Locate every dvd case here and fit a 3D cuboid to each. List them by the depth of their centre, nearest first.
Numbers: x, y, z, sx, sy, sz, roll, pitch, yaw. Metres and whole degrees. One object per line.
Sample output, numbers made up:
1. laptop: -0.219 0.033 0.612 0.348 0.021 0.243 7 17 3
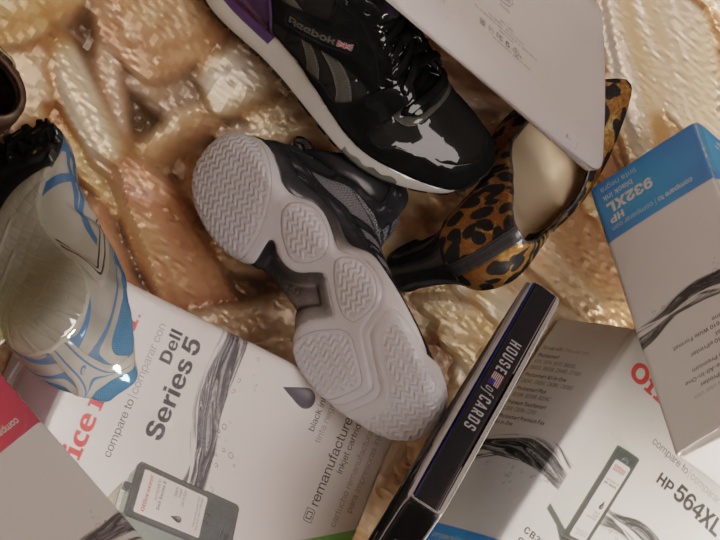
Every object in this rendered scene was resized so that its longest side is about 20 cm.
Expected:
1. dvd case: 0.040 0.112 1.360 0.025 0.151 0.200 32 41 3

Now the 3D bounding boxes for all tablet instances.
1. tablet: 0.077 -0.154 1.395 0.200 0.014 0.131 37 43 -38

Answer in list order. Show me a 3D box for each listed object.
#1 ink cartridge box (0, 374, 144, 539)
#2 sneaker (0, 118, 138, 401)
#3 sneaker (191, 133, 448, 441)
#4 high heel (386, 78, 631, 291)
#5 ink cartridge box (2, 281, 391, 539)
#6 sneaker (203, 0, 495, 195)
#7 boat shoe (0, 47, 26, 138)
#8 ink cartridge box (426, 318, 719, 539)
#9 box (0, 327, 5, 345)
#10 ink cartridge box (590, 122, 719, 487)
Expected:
1. ink cartridge box: -0.175 0.167 1.230 0.200 0.146 0.085 47 45 0
2. sneaker: -0.160 -0.006 1.278 0.072 0.200 0.073 -31 130 7
3. sneaker: 0.000 0.000 1.373 0.200 0.075 0.114 52 32 13
4. high heel: 0.114 -0.055 1.432 0.200 0.142 0.072 -41 100 -20
5. ink cartridge box: -0.100 0.104 1.358 0.199 0.084 0.146 27 80 -27
6. sneaker: 0.003 -0.125 1.366 0.200 0.088 0.076 40 52 -6
7. boat shoe: -0.253 -0.137 1.267 0.202 0.075 0.075 34 70 -26
8. ink cartridge box: 0.137 0.150 1.489 0.146 0.084 0.200 41 74 -24
9. box: -0.312 0.007 1.233 0.176 0.097 0.200 -41 111 -21
10. ink cartridge box: 0.227 0.037 1.453 0.145 0.084 0.201 35 32 -44
